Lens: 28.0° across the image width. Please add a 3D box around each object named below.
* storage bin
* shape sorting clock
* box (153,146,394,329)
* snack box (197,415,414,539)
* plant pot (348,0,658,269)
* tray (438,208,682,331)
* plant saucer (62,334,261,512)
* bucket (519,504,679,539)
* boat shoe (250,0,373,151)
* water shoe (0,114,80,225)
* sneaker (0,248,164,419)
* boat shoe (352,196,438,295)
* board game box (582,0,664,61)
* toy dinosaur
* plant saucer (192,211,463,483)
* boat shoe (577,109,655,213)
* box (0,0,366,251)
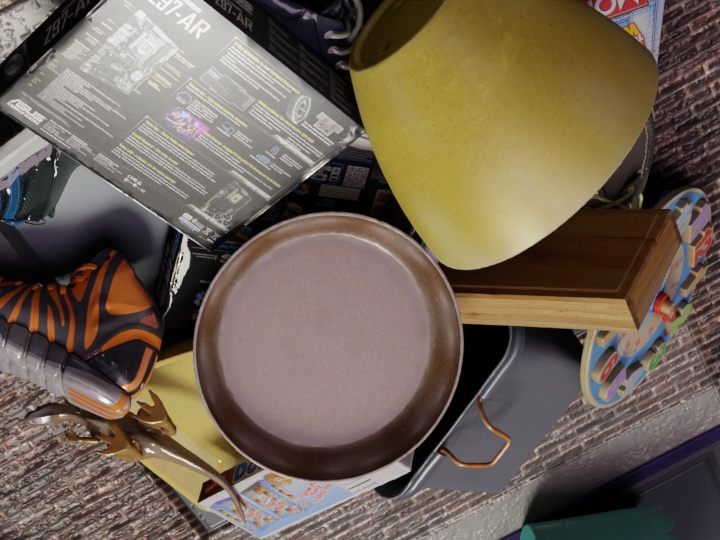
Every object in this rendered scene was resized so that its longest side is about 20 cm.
[{"bbox_3d":[0.104,0.107,1.231,0.133,0.146,0.201,16,119,-36],"label":"storage bin"},{"bbox_3d":[0.243,0.025,1.208,0.200,0.039,0.201,-41,143,-41],"label":"shape sorting clock"},{"bbox_3d":[-0.046,-0.039,1.133,0.198,0.050,0.200,6,123,-20],"label":"box"},{"bbox_3d":[-0.048,0.169,1.176,0.072,0.024,0.199,34,137,-25],"label":"snack box"},{"bbox_3d":[0.075,-0.124,0.959,0.200,0.200,0.142,-42,113,14],"label":"plant pot"},{"bbox_3d":[0.135,-0.004,1.108,0.199,0.099,0.037,1,133,39],"label":"tray"},{"bbox_3d":[-0.109,0.116,1.186,0.199,0.049,0.200,-18,132,33],"label":"plant saucer"},{"bbox_3d":[0.231,0.326,1.376,0.133,0.208,0.209,-5,126,-3],"label":"bucket"},{"bbox_3d":[-0.018,-0.154,1.015,0.199,0.075,0.093,26,153,-24],"label":"boat shoe"},{"bbox_3d":[-0.259,-0.054,1.045,0.199,0.072,0.079,-36,124,9],"label":"water shoe"},{"bbox_3d":[-0.242,0.025,1.109,0.199,0.113,0.078,27,158,0],"label":"sneaker"},{"bbox_3d":[0.000,0.000,1.108,0.066,0.070,0.200,19,124,-29],"label":"boat shoe"},{"bbox_3d":[0.146,-0.202,1.067,0.198,0.062,0.201,-20,126,-2],"label":"board game box"},{"bbox_3d":[-0.169,0.135,1.154,0.199,0.106,0.061,25,76,-1],"label":"toy dinosaur"},{"bbox_3d":[-0.024,0.055,1.059,0.198,0.032,0.202,-2,101,-8],"label":"plant saucer"},{"bbox_3d":[0.192,-0.058,1.146,0.071,0.061,0.203,0,142,-10],"label":"boat shoe"},{"bbox_3d":[-0.119,-0.116,0.974,0.160,0.044,0.199,-36,128,27],"label":"box"}]
